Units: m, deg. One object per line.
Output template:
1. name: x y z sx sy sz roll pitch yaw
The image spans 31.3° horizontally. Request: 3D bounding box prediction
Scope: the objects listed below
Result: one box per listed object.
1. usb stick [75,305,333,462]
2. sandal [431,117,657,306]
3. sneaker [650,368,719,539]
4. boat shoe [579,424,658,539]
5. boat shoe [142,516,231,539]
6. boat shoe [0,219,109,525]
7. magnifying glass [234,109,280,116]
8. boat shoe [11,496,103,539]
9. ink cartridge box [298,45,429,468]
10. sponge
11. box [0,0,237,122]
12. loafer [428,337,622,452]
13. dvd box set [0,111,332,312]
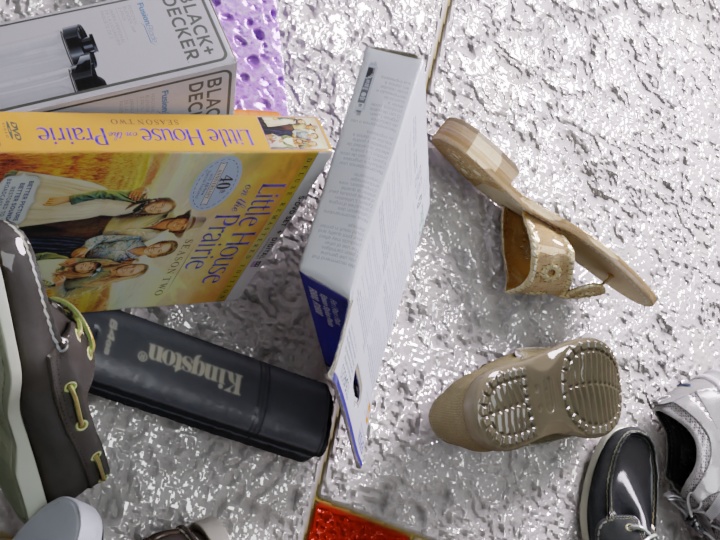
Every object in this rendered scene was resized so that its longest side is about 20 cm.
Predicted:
1. usb stick: -0.103 0.068 0.793 0.199 0.033 0.056 23 66 -28
2. sandal: 0.120 -0.017 0.947 0.211 0.078 0.070 41 82 -15
3. sneaker: 0.275 0.184 1.016 0.081 0.075 0.202 -10 81 -20
4. boat shoe: 0.204 0.214 0.956 0.071 0.067 0.202 19 69 -28
5. boat shoe: -0.089 0.250 0.752 0.059 0.072 0.202 -11 84 -28
6. boat shoe: -0.172 0.050 0.679 0.060 0.072 0.202 -24 138 -28
7. magnifying glass: -0.145 -0.088 0.772 0.198 0.022 0.080 1 90 -18
8. boat shoe: -0.173 0.222 0.686 0.068 0.073 0.201 26 80 -38
9. ink cartridge box: 0.000 0.000 0.790 0.040 0.200 0.201 12 68 9
10. sponge: -0.107 -0.184 0.833 0.111 0.030 0.202 -3 84 -32
11. box: -0.169 -0.076 0.687 0.198 0.117 0.060 -16 62 -19
12. loafer: 0.121 0.088 0.924 0.199 0.067 0.077 2 84 -49
13. dvd box set: -0.130 -0.028 0.704 0.199 0.147 0.030 -4 56 -36
